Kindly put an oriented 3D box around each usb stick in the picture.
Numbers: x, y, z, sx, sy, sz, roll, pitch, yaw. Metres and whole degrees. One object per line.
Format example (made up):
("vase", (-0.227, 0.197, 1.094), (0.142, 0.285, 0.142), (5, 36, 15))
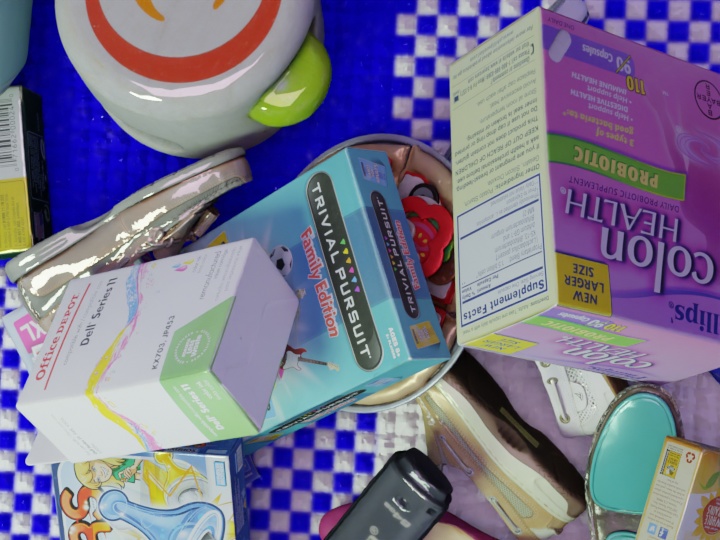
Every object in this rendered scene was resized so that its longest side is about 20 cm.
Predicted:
("usb stick", (-0.005, 0.207, 1.043), (0.055, 0.033, 0.200), (46, 119, 17))

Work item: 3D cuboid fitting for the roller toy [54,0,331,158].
("roller toy", (-0.118, -0.182, 1.058), (0.181, 0.140, 0.202), (-10, 78, 1))

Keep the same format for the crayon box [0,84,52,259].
("crayon box", (-0.341, -0.066, 1.125), (0.198, 0.051, 0.128), (-5, 87, 6))

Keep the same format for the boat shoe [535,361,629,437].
("boat shoe", (0.124, 0.034, 1.037), (0.069, 0.071, 0.201), (-24, 103, 19))

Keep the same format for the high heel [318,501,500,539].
("high heel", (0.062, 0.207, 1.041), (0.198, 0.096, 0.068), (11, 90, 8))

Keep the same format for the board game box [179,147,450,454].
("board game box", (-0.046, 0.026, 1.026), (0.199, 0.047, 0.152), (-29, 71, 36))

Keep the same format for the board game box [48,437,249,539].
("board game box", (-0.146, 0.211, 1.057), (0.134, 0.034, 0.201), (1, 110, 13))

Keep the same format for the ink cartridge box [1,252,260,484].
("ink cartridge box", (-0.172, 0.095, 1.105), (0.119, 0.042, 0.201), (-29, 86, 6))

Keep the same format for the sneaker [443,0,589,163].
("sneaker", (0.116, -0.103, 1.067), (0.071, 0.073, 0.201), (31, 98, -9))

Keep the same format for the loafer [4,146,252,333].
("loafer", (-0.159, -0.021, 1.063), (0.199, 0.072, 0.063), (-26, 90, 11))

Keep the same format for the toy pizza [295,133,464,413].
("toy pizza", (0.000, 0.000, 1.047), (0.199, 0.032, 0.202), (-6, 79, 34))

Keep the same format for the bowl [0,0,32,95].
("bowl", (-0.324, -0.175, 1.073), (0.199, 0.201, 0.106), (-5, 120, 7))

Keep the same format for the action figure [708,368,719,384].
("action figure", (0.230, 0.035, 1.052), (0.199, 0.052, 0.066), (32, 95, 10))

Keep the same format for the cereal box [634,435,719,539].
("cereal box", (0.234, 0.223, 1.004), (0.039, 0.143, 0.201), (18, 90, 50))

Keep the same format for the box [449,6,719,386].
("box", (0.156, -0.043, 0.960), (0.175, 0.096, 0.201), (13, 66, -32))

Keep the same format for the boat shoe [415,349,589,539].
("boat shoe", (0.072, 0.117, 1.060), (0.076, 0.072, 0.200), (-45, 79, 20))

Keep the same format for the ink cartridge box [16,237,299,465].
("ink cartridge box", (-0.150, 0.058, 0.984), (0.199, 0.067, 0.118), (-13, 43, 28))

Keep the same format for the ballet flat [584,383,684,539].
("ballet flat", (0.192, 0.171, 1.035), (0.067, 0.075, 0.202), (6, 100, 18))
